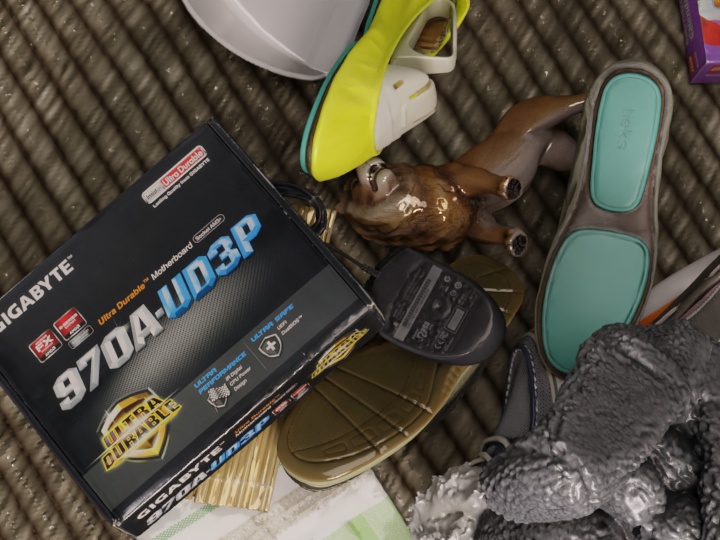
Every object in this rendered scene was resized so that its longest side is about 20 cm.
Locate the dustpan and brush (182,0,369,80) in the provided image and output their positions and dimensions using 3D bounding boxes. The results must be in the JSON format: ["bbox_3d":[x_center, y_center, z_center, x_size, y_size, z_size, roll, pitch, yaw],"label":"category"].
[{"bbox_3d":[-0.092,-0.207,1.462,0.200,0.057,0.140,25,60,-8],"label":"dustpan and brush"}]

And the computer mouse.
[{"bbox_3d":[0.000,0.000,1.361,0.200,0.034,0.059,30,84,16],"label":"computer mouse"}]

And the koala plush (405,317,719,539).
[{"bbox_3d":[0.134,0.141,1.265,0.177,0.200,0.184,33,41,-7],"label":"koala plush"}]

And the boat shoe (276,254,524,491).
[{"bbox_3d":[0.028,0.073,1.373,0.072,0.066,0.201,34,60,22],"label":"boat shoe"}]

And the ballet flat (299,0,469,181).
[{"bbox_3d":[0.022,-0.126,1.409,0.067,0.067,0.200,11,42,14],"label":"ballet flat"}]

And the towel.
[{"bbox_3d":[-0.075,0.129,1.373,0.149,0.031,0.200,-31,83,-14],"label":"towel"}]

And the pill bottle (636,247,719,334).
[{"bbox_3d":[0.252,0.089,1.392,0.113,0.113,0.200,-28,80,-16],"label":"pill bottle"}]

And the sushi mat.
[{"bbox_3d":[-0.082,0.046,1.370,0.096,0.012,0.200,14,74,-5],"label":"sushi mat"}]

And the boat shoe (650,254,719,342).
[{"bbox_3d":[0.197,0.047,1.320,0.067,0.057,0.200,41,96,12],"label":"boat shoe"}]

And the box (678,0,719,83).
[{"bbox_3d":[0.315,-0.201,1.530,0.200,0.039,0.137,-2,73,-10],"label":"box"}]

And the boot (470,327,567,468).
[{"bbox_3d":[0.087,0.132,1.371,0.090,0.073,0.200,2,74,-15],"label":"boot"}]

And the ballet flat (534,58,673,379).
[{"bbox_3d":[0.154,-0.031,1.376,0.067,0.064,0.200,13,93,5],"label":"ballet flat"}]

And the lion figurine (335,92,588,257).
[{"bbox_3d":[0.089,-0.067,1.433,0.200,0.122,0.073,-28,117,-32],"label":"lion figurine"}]

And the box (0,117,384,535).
[{"bbox_3d":[-0.110,0.033,1.323,0.200,0.046,0.159,-40,71,-2],"label":"box"}]
